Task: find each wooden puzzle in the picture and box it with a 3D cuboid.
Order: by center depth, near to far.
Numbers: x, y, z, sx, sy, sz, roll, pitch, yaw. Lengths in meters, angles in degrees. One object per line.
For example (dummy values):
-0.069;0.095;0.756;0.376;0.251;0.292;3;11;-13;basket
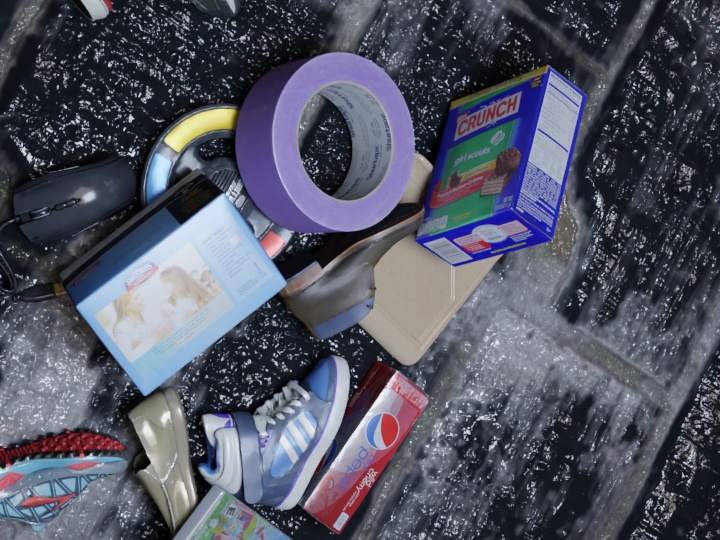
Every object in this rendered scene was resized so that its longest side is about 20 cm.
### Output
0.059;-0.014;1.665;0.185;0.037;0.200;43;85;-20;wooden puzzle

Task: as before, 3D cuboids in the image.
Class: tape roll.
-0.039;-0.145;1.555;0.198;0.084;0.204;0;90;-37;tape roll

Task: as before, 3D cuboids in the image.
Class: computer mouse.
-0.329;-0.043;1.491;0.197;0.046;0.143;-17;102;-20;computer mouse

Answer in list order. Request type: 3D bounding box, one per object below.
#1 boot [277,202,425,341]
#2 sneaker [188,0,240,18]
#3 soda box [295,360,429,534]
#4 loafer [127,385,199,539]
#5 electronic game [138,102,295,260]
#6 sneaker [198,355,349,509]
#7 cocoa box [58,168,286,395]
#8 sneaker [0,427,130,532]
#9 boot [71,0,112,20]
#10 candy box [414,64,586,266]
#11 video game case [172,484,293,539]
0.000;0.000;1.595;0.198;0.075;0.098;-28;114;-1;boot
-0.176;-0.378;1.501;0.085;0.074;0.202;-45;123;-33;sneaker
-0.003;0.213;1.644;0.063;0.070;0.201;39;82;-21;soda box
-0.226;0.233;1.554;0.067;0.076;0.203;-9;103;-11;loafer
-0.158;-0.091;1.560;0.197;0.042;0.204;-3;97;-23;electronic game
-0.110;0.175;1.589;0.145;0.080;0.202;23;92;-27;sneaker
-0.205;0.010;1.471;0.199;0.131;0.134;-38;115;-7;cocoa box
-0.353;0.238;1.509;0.197;0.079;0.097;-10;110;-13;sneaker
-0.287;-0.385;1.458;0.143;0.072;0.202;-32;104;-18;boot
0.164;-0.121;1.586;0.077;0.168;0.202;33;60;-29;candy box
-0.178;0.366;1.572;0.201;0.022;0.182;-53;140;-9;video game case
